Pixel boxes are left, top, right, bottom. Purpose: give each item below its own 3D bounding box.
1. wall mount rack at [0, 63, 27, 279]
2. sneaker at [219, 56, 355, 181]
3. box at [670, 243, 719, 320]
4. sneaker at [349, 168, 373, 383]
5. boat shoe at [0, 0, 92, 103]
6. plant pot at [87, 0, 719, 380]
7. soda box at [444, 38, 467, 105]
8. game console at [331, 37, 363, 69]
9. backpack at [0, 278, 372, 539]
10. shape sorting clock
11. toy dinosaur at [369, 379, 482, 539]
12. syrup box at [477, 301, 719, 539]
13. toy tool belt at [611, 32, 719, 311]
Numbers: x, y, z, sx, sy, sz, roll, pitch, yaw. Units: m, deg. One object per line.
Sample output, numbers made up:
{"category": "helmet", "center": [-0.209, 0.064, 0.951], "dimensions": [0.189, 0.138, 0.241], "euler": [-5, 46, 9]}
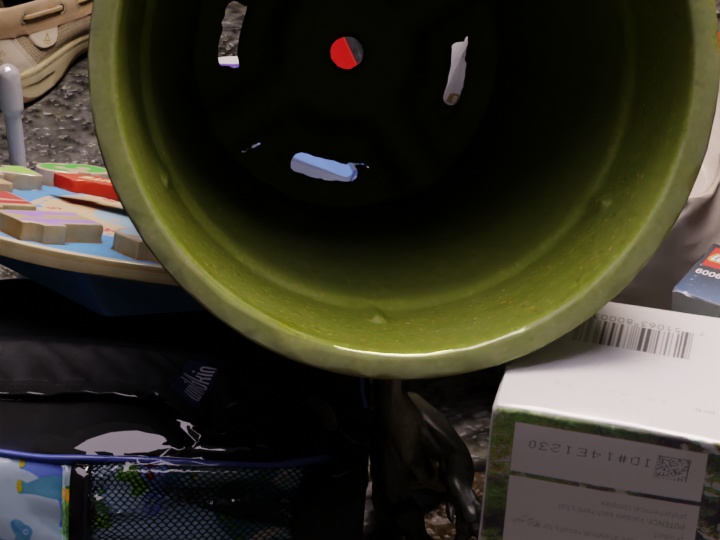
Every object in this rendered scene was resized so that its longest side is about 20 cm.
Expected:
{"category": "wall mount rack", "center": [-0.200, 0.008, 1.061], "dimensions": [0.200, 0.174, 0.075], "euler": [-28, 73, -43]}
{"category": "sneaker", "center": [-0.065, -0.037, 1.240], "dimensions": [0.200, 0.081, 0.146], "euler": [33, 36, 32]}
{"category": "box", "center": [0.171, 0.101, 0.900], "dimensions": [0.136, 0.200, 0.038], "euler": [18, 37, 24]}
{"category": "sneaker", "center": [0.000, 0.000, 1.143], "dimensions": [0.200, 0.075, 0.088], "euler": [-20, 70, -17]}
{"category": "boat shoe", "center": [-0.178, -0.163, 1.469], "dimensions": [0.071, 0.065, 0.200], "euler": [9, 30, 10]}
{"category": "plant pot", "center": [0.005, -0.076, 0.882], "dimensions": [0.200, 0.201, 0.190], "euler": [0, 7, -6]}
{"category": "soda box", "center": [0.112, -0.096, 1.282], "dimensions": [0.200, 0.064, 0.068], "euler": [11, 30, -32]}
{"category": "game console", "center": [0.077, -0.069, 1.305], "dimensions": [0.200, 0.031, 0.177], "euler": [15, 28, -25]}
{"category": "backpack", "center": [-0.099, 0.087, 0.939], "dimensions": [0.200, 0.147, 0.183], "euler": [5, 16, -1]}
{"category": "shape sorting clock", "center": [-0.076, -0.019, 0.986], "dimensions": [0.200, 0.039, 0.200], "euler": [4, 12, -1]}
{"category": "toy dinosaur", "center": [0.025, 0.079, 1.006], "dimensions": [0.047, 0.200, 0.088], "euler": [-18, 71, -6]}
{"category": "syrup box", "center": [0.081, 0.115, 0.865], "dimensions": [0.079, 0.200, 0.081], "euler": [9, 31, 9]}
{"category": "toy tool belt", "center": [0.087, -0.039, 1.011], "dimensions": [0.123, 0.125, 0.200], "euler": [-6, 27, 11]}
